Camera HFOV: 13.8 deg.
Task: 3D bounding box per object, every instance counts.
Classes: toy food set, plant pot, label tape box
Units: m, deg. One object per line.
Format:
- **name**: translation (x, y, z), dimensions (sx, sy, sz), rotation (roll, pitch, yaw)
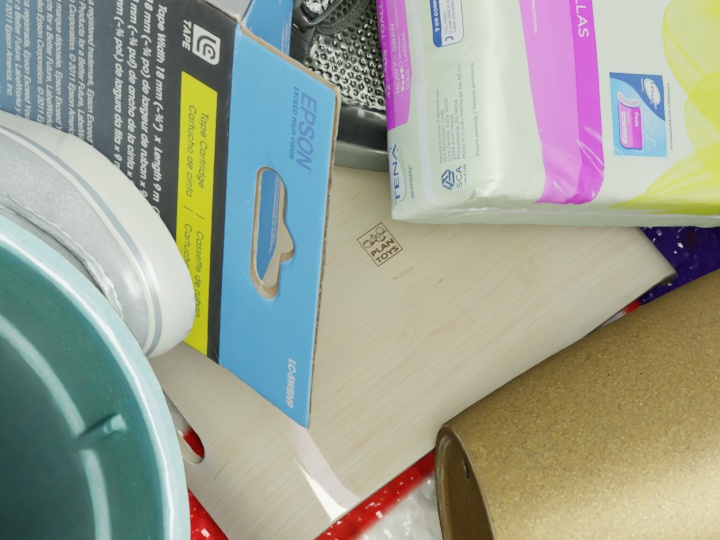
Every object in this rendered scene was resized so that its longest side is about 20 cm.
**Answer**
- **toy food set**: translation (0.000, 0.000, 1.087), dimensions (0.200, 0.060, 0.144), rotation (-35, 81, -23)
- **plant pot**: translation (-0.175, 0.090, 0.925), dimensions (0.199, 0.196, 0.201), rotation (4, 77, -19)
- **plant pot**: translation (0.133, 0.080, 1.027), dimensions (0.199, 0.186, 0.187), rotation (-12, 84, -10)
- **label tape box**: translation (-0.068, -0.061, 0.972), dimensions (0.200, 0.145, 0.063), rotation (32, 48, 26)

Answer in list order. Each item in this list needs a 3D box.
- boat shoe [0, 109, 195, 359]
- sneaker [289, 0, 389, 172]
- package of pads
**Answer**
- **boat shoe**: translation (-0.146, -0.021, 0.971), dimensions (0.201, 0.070, 0.071), rotation (32, 44, 24)
- **sneaker**: translation (-0.036, -0.118, 1.035), dimensions (0.199, 0.114, 0.076), rotation (41, 63, 8)
- **package of pads**: translation (0.095, -0.095, 1.048), dimensions (0.199, 0.068, 0.155), rotation (1, 81, -38)
